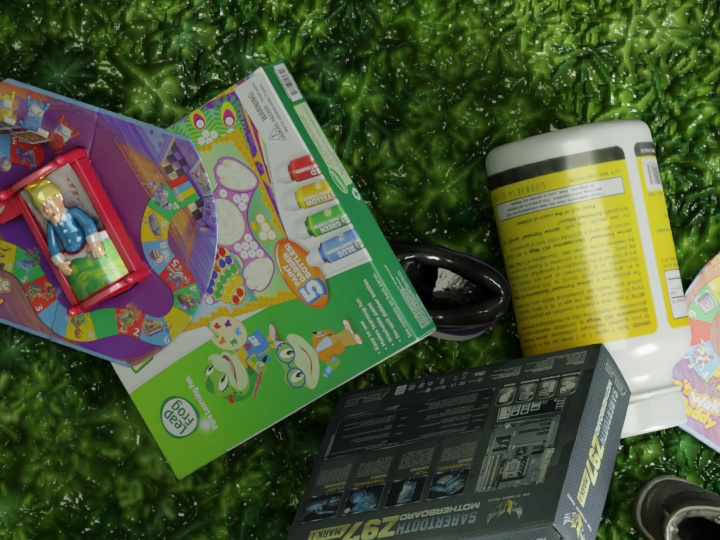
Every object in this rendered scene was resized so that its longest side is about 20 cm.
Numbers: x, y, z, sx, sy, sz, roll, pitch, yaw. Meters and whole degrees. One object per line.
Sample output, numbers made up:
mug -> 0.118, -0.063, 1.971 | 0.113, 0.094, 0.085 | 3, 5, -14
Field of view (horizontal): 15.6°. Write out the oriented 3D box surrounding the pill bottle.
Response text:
pill bottle -> 0.153, 0.009, 1.713 | 0.112, 0.112, 0.202 | -11, 87, -7

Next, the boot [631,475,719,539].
boot -> 0.259, 0.186, 1.669 | 0.181, 0.200, 0.073 | 21, 84, -5

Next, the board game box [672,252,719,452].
board game box -> 0.305, 0.068, 1.755 | 0.199, 0.039, 0.159 | 33, 83, -3

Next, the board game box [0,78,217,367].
board game box -> -0.190, -0.026, 1.664 | 0.199, 0.039, 0.159 | 19, 106, 16

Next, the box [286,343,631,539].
box -> 0.059, 0.131, 1.633 | 0.199, 0.158, 0.051 | -14, 125, 29

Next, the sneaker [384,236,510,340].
sneaker -> 0.000, 0.000, 1.707 | 0.198, 0.088, 0.076 | 5, 86, -6

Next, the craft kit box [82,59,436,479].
craft kit box -> -0.084, 0.001, 1.677 | 0.197, 0.048, 0.201 | -31, 89, 24
